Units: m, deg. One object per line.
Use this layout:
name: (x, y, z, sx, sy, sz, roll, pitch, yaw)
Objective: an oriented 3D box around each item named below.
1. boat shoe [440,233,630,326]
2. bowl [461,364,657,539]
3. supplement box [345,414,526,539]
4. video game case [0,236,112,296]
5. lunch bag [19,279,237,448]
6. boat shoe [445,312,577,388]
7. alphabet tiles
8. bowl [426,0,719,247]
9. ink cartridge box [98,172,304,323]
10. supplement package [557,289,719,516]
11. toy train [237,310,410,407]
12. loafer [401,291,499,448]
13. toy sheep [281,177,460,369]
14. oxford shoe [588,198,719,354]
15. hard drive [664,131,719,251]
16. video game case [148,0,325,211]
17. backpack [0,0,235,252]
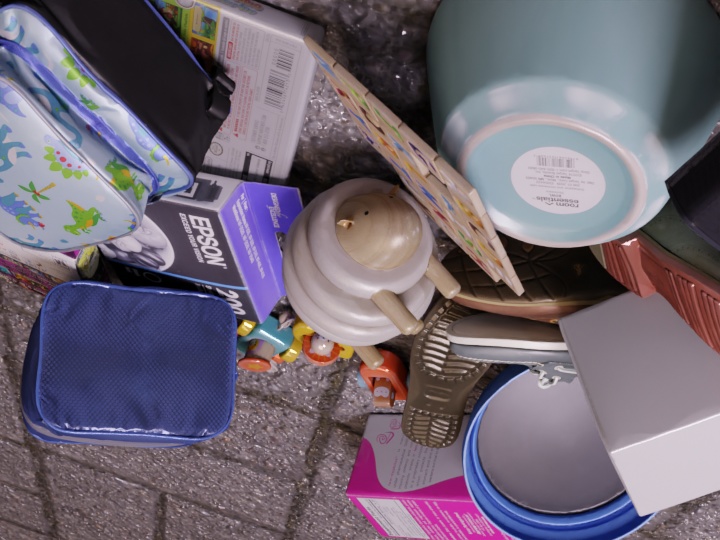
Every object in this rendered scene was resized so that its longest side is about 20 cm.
boat shoe: (0.159, 0.017, 0.790, 0.199, 0.072, 0.068, 1, 139, 20)
bowl: (0.190, 0.159, 0.913, 0.199, 0.039, 0.202, 0, 112, 0)
supplement box: (0.100, 0.220, 1.066, 0.199, 0.102, 0.104, -3, 139, 29)
video game case: (-0.334, -0.028, 0.950, 0.199, 0.036, 0.181, 23, 159, 4)
lunch bag: (-0.205, 0.091, 0.922, 0.199, 0.137, 0.132, 9, 164, -22)
boat shoe: (0.167, 0.073, 0.822, 0.198, 0.073, 0.062, 2, 108, -4)
alphabet tiles: (0.044, -0.061, 0.696, 0.167, 0.008, 0.200, 47, 178, 29)
bowl: (0.126, -0.091, 0.634, 0.199, 0.106, 0.201, 13, 144, 10)
ink cartridge box: (-0.139, -0.021, 0.886, 0.198, 0.044, 0.199, 10, 152, 12)
supplement package: (0.259, 0.070, 0.706, 0.199, 0.118, 0.117, -22, 140, 11)
toy train: (-0.043, 0.096, 1.004, 0.198, 0.056, 0.151, 3, 143, 22)
loafer: (0.079, 0.076, 0.918, 0.075, 0.068, 0.201, 16, 129, -2)
toy sheep: (0.000, 0.000, 0.796, 0.137, 0.139, 0.200, 25, 150, -8)
oxford shoe: (0.228, -0.003, 0.648, 0.200, 0.074, 0.071, 46, 169, 48)
hard drive: (0.271, -0.022, 0.509, 0.199, 0.043, 0.135, 26, 144, -10)
video game case: (-0.130, -0.138, 0.764, 0.181, 0.023, 0.200, 20, 146, -1)
backpack: (-0.220, -0.107, 0.703, 0.199, 0.148, 0.183, -12, 133, 41)
